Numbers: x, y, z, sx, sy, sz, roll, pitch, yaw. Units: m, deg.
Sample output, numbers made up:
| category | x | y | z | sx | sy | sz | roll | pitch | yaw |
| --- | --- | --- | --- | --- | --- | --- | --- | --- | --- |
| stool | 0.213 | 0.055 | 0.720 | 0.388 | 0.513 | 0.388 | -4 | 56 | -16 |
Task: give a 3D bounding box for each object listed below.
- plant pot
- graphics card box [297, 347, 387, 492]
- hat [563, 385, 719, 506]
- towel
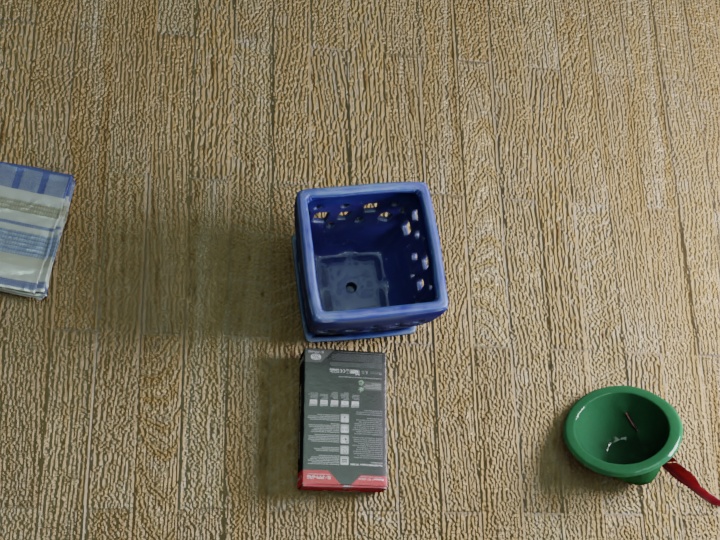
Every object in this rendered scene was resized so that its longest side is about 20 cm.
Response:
| category | x | y | z | sx | sy | sz | roll | pitch | yaw |
| --- | --- | --- | --- | --- | --- | --- | --- | --- | --- |
| plant pot | 0.000 | 0.000 | 1.624 | 0.199 | 0.180 | 0.201 | -4 | 71 | -14 |
| graphics card box | -0.026 | 0.214 | 1.607 | 0.125 | 0.051 | 0.201 | 3 | 70 | -11 |
| hat | 0.411 | 0.296 | 1.688 | 0.165 | 0.177 | 0.200 | -37 | 43 | -20 |
| towel | -0.502 | -0.061 | 1.625 | 0.146 | 0.024 | 0.201 | 11 | 66 | -6 |
